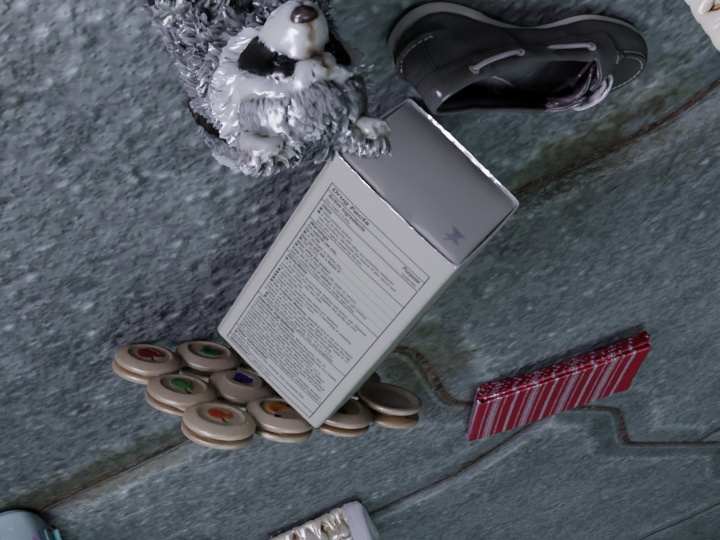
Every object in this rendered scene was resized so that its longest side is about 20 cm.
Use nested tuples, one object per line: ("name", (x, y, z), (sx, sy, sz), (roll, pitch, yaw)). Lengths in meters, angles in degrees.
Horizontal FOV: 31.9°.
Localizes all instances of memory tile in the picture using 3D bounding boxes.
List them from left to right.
("memory tile", (-0.066, 0.083, 0.917), (0.198, 0.153, 0.017), (0, 111, -39))

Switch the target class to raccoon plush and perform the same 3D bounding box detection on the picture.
("raccoon plush", (-0.034, -0.074, 0.627), (0.096, 0.135, 0.200), (-22, 155, -3))

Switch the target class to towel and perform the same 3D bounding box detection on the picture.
("towel", (0.209, 0.126, 1.347), (0.198, 0.023, 0.145), (-17, 156, -7))

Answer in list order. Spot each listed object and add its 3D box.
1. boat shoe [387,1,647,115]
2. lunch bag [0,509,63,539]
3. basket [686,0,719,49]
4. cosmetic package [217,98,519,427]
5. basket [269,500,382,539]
("boat shoe", (0.103, -0.115, 0.752), (0.198, 0.057, 0.067), (-2, 148, -36))
("lunch bag", (-0.337, 0.297, 1.162), (0.159, 0.078, 0.201), (-20, 154, -6))
("basket", (0.260, -0.181, 0.658), (0.198, 0.124, 0.136), (-1, 148, -39))
("cosmetic package", (0.000, 0.000, 0.814), (0.087, 0.103, 0.200), (-41, 174, -43))
("basket", (-0.023, 0.377, 1.512), (0.122, 0.137, 0.200), (-20, 154, 0))
